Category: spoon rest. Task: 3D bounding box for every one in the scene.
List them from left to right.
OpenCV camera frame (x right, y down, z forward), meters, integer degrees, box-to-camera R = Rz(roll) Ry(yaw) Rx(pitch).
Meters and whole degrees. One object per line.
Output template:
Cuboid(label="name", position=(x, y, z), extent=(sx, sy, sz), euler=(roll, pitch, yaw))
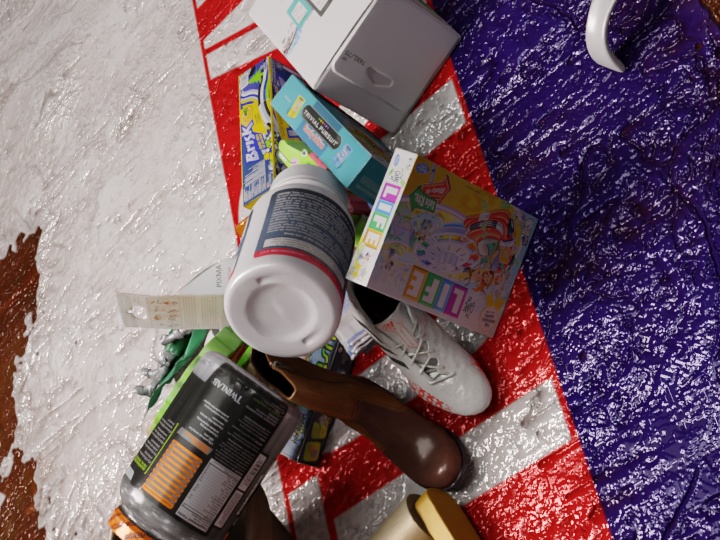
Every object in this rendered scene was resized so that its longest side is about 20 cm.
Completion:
Cuboid(label="spoon rest", position=(0.286, -0.306, 1.270), extent=(0.099, 0.060, 0.202), euler=(32, 99, 48))

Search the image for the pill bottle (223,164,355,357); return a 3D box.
Cuboid(label="pill bottle", position=(-0.066, -0.019, 1.294), extent=(0.119, 0.119, 0.201), euler=(-37, 25, 30))

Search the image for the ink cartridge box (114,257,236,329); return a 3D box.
Cuboid(label="ink cartridge box", position=(-0.183, 0.029, 1.468), extent=(0.160, 0.196, 0.048), euler=(111, 158, -72))

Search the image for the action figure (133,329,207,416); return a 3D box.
Cuboid(label="action figure", position=(-0.230, 0.081, 1.614), extent=(0.201, 0.054, 0.119), euler=(-55, 14, 27))

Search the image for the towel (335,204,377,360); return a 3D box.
Cuboid(label="towel", position=(0.000, 0.000, 1.437), extent=(0.146, 0.024, 0.200), euler=(-40, 44, -3))

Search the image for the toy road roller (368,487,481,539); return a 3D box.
Cuboid(label="toy road roller", position=(0.050, 0.308, 1.200), extent=(0.123, 0.145, 0.201), euler=(-50, 45, 18))

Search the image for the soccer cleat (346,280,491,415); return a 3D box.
Cuboid(label="soccer cleat", position=(0.055, 0.074, 1.300), extent=(0.069, 0.085, 0.200), euler=(-44, 66, -3))

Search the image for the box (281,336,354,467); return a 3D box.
Cuboid(label="box", position=(-0.061, 0.118, 1.480), extent=(0.109, 0.034, 0.203), euler=(17, 86, 48))

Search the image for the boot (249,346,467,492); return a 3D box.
Cuboid(label="boot", position=(0.000, 0.144, 1.279), extent=(0.069, 0.199, 0.188), euler=(-52, 44, 8))

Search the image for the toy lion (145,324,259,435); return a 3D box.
Cuboid(label="toy lion", position=(-0.166, 0.119, 1.406), extent=(0.201, 0.068, 0.192), euler=(-52, -6, -33))

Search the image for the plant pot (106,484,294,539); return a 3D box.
Cuboid(label="plant pot", position=(-0.154, 0.315, 1.376), extent=(0.198, 0.174, 0.203), euler=(-14, 60, 25))

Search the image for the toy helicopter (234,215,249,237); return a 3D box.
Cuboid(label="toy helicopter", position=(-0.089, -0.050, 1.494), extent=(0.131, 0.079, 0.200), euler=(-36, 4, 9))

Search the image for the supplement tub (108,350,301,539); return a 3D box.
Cuboid(label="supplement tub", position=(-0.158, 0.193, 1.253), extent=(0.122, 0.122, 0.201), euler=(28, 82, 48))

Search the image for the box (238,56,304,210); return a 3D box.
Cuboid(label="box", position=(-0.113, -0.171, 1.628), extent=(0.064, 0.070, 0.203), euler=(-25, 57, 36))

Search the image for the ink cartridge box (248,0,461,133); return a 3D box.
Cuboid(label="ink cartridge box", position=(-0.009, -0.296, 1.513), extent=(0.147, 0.146, 0.201), euler=(-53, 45, 15))

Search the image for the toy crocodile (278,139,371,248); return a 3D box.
Cuboid(label="toy crocodile", position=(-0.030, -0.089, 1.443), extent=(0.201, 0.067, 0.062), euler=(53, 123, 34))

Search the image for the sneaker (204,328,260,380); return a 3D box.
Cuboid(label="sneaker", position=(-0.164, 0.136, 1.568), extent=(0.080, 0.073, 0.203), euler=(-30, 48, 53))

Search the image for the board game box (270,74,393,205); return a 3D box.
Cuboid(label="board game box", position=(0.000, -0.130, 1.429), extent=(0.047, 0.150, 0.200), euler=(-50, 45, 10))

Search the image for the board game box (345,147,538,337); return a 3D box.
Cuboid(label="board game box", position=(0.086, -0.023, 1.259), extent=(0.034, 0.199, 0.136), euler=(22, 90, 47))
